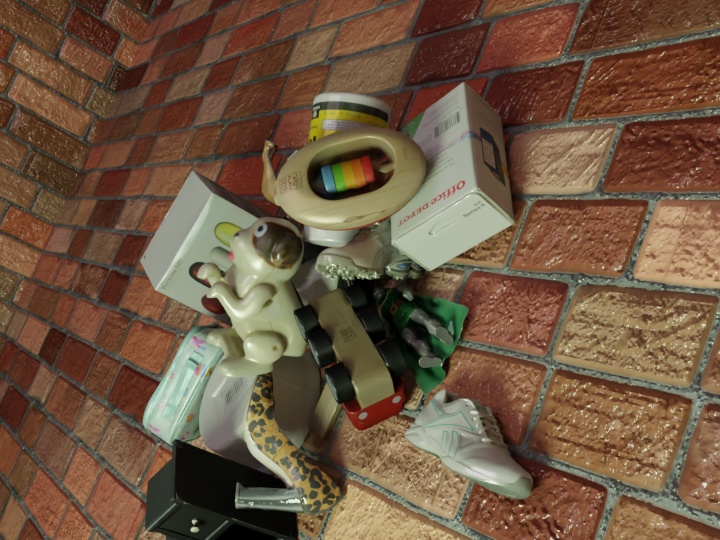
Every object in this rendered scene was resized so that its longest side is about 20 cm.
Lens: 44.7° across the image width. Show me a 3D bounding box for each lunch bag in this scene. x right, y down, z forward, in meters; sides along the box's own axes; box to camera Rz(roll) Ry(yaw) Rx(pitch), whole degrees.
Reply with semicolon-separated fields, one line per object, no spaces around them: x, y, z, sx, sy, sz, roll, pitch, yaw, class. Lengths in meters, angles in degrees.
-0.268;0.181;1.432;0.076;0.160;0.202;28;94;16;lunch bag

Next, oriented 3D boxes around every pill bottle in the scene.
-0.022;-0.136;1.219;0.114;0.113;0.204;2;84;56;pill bottle

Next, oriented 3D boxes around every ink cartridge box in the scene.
0.115;-0.123;1.157;0.144;0.087;0.202;-32;40;33;ink cartridge box

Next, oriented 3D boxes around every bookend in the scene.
-0.224;0.351;1.199;0.199;0.199;0.093;-43;35;26;bookend

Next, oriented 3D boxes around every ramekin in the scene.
-0.158;0.198;1.319;0.200;0.097;0.203;-35;40;36;ramekin

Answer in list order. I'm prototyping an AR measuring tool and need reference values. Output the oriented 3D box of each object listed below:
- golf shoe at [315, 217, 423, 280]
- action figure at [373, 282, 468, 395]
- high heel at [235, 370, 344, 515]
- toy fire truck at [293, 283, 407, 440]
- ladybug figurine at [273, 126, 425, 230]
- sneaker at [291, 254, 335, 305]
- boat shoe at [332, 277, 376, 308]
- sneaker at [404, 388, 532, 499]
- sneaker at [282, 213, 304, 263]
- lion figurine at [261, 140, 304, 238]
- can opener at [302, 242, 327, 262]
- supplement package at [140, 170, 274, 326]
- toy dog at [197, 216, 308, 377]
0.010;-0.035;1.152;0.077;0.199;0.099;1;91;34;golf shoe
0.063;0.065;1.149;0.119;0.054;0.200;-61;27;6;action figure
-0.088;0.226;1.174;0.072;0.140;0.203;95;178;-60;high heel
-0.017;0.151;1.152;0.127;0.202;0.177;-24;44;-10;toy fire truck
-0.013;-0.109;1.114;0.197;0.072;0.138;-11;63;3;ladybug figurine
-0.075;0.010;1.387;0.198;0.075;0.089;-13;43;44;sneaker
0.000;0.000;1.272;0.067;0.071;0.203;-16;59;41;boat shoe
0.120;0.183;0.952;0.081;0.070;0.200;-60;30;-4;sneaker
-0.089;-0.083;1.457;0.070;0.077;0.202;6;71;58;sneaker
-0.109;-0.125;1.366;0.200;0.072;0.124;33;108;57;lion figurine
-0.090;-0.043;1.358;0.199;0.067;0.052;-31;12;-22;can opener
-0.240;-0.030;1.519;0.193;0.199;0.147;-58;31;6;supplement package
-0.129;0.027;1.210;0.140;0.191;0.203;-114;26;-66;toy dog
